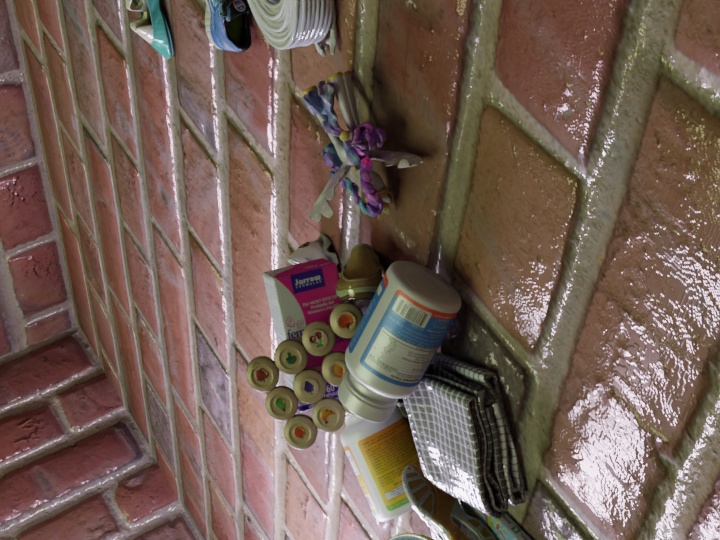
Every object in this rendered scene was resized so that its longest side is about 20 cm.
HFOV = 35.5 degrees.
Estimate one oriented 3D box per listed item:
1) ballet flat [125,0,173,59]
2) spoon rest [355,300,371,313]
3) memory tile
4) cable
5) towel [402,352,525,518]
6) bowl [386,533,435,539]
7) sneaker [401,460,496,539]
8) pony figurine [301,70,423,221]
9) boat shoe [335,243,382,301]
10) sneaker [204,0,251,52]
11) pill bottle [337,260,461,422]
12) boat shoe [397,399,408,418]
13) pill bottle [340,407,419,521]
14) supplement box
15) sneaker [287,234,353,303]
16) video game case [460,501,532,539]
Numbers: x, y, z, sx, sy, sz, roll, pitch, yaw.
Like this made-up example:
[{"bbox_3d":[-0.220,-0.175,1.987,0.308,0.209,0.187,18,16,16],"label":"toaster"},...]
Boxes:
[{"bbox_3d":[-0.401,-0.483,2.089,0.067,0.070,0.203,38,144,46],"label":"ballet flat"},{"bbox_3d":[0.009,0.130,1.694,0.202,0.059,0.100,-104,8,-46],"label":"spoon rest"},{"bbox_3d":[-0.052,0.153,1.606,0.155,0.198,0.017,57,-170,-4],"label":"memory tile"},{"bbox_3d":[-0.107,-0.404,1.534,0.200,0.068,0.202,47,150,38],"label":"cable"},{"bbox_3d":[0.139,0.228,1.561,0.165,0.085,0.203,17,126,59],"label":"towel"},{"bbox_3d":[0.108,0.534,1.843,0.198,0.107,0.204,-9,76,37],"label":"bowl"},{"bbox_3d":[0.124,0.379,1.685,0.201,0.075,0.088,51,153,34],"label":"sneaker"},{"bbox_3d":[-0.007,-0.158,1.483,0.193,0.164,0.203,-64,-50,-79],"label":"pony figurine"},{"bbox_3d":[0.000,0.000,1.604,0.200,0.070,0.078,-90,-1,-86],"label":"boat shoe"},{"bbox_3d":[-0.206,-0.430,1.734,0.089,0.078,0.202,30,145,43],"label":"sneaker"},{"bbox_3d":[0.046,0.099,1.511,0.112,0.111,0.202,46,118,38],"label":"pill bottle"},{"bbox_3d":[0.064,0.160,1.694,0.067,0.056,0.202,49,151,34],"label":"boat shoe"},{"bbox_3d":[0.034,0.288,1.805,0.203,0.110,0.111,65,156,4],"label":"pill bottle"},{"bbox_3d":[-0.072,0.093,1.671,0.103,0.100,0.204,-164,61,-76],"label":"supplement box"},{"bbox_3d":[-0.063,0.052,1.833,0.074,0.088,0.203,-11,103,64],"label":"sneaker"},{"bbox_3d":[0.208,0.432,1.676,0.182,0.022,0.203,42,146,44],"label":"video game case"}]
